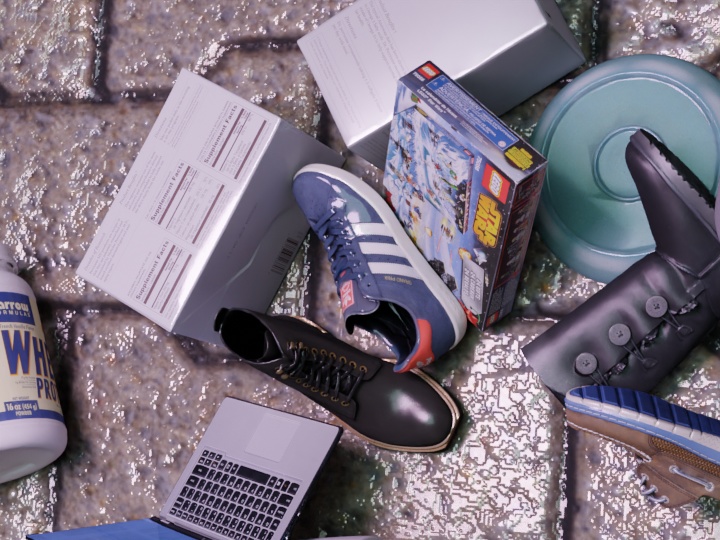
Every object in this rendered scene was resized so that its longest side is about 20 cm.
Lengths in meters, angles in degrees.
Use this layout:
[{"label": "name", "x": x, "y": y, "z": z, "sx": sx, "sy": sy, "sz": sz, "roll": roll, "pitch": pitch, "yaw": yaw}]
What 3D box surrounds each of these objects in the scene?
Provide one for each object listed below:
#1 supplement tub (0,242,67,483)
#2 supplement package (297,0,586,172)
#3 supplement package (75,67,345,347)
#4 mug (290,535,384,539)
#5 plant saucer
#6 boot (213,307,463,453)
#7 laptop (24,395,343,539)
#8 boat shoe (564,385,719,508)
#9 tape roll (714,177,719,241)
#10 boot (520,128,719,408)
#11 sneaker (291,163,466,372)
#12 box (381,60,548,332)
[{"label": "supplement tub", "x": -0.357, "y": 0.087, "z": 1.681, "sx": 0.144, "sy": 0.145, "sz": 0.201, "roll": -22, "pitch": 73, "yaw": 18}, {"label": "supplement package", "x": 0.070, "y": -0.187, "z": 1.568, "sx": 0.199, "sy": 0.117, "sz": 0.117, "roll": -31, "pitch": 68, "yaw": 15}, {"label": "supplement package", "x": -0.128, "y": -0.049, "z": 1.604, "sx": 0.111, "sy": 0.156, "sz": 0.201, "roll": 29, "pitch": 92, "yaw": 22}, {"label": "mug", "x": -0.068, "y": 0.297, "z": 1.512, "sx": 0.152, "sy": 0.187, "sz": 0.150, "roll": 2, "pitch": 117, "yaw": 31}, {"label": "plant saucer", "x": 0.228, "y": -0.087, "z": 1.533, "sx": 0.199, "sy": 0.027, "sz": 0.201, "roll": -4, "pitch": 79, "yaw": 21}, {"label": "boot", "x": -0.023, "y": 0.093, "z": 1.543, "sx": 0.199, "sy": 0.138, "sz": 0.078, "roll": 22, "pitch": 89, "yaw": 24}, {"label": "laptop", "x": -0.147, "y": 0.178, "z": 1.527, "sx": 0.187, "sy": 0.116, "sz": 0.201, "roll": 9, "pitch": 65, "yaw": 54}, {"label": "boat shoe", "x": 0.249, "y": 0.148, "z": 1.434, "sx": 0.199, "sy": 0.072, "sz": 0.073, "roll": 18, "pitch": 104, "yaw": 7}, {"label": "tape roll", "x": 0.371, "y": -0.054, "z": 1.389, "sx": 0.199, "sy": 0.066, "sz": 0.201, "roll": 0, "pitch": 50, "yaw": 0}, {"label": "boot", "x": 0.208, "y": 0.010, "z": 1.481, "sx": 0.200, "sy": 0.066, "sz": 0.165, "roll": -42, "pitch": 84, "yaw": 17}, {"label": "sneaker", "x": 0.000, "y": 0.000, "z": 1.547, "sx": 0.200, "sy": 0.084, "sz": 0.075, "roll": 48, "pitch": 144, "yaw": 6}, {"label": "box", "x": 0.079, "y": -0.058, "z": 1.506, "sx": 0.040, "sy": 0.200, "sz": 0.137, "roll": -33, "pitch": 63, "yaw": -27}]
